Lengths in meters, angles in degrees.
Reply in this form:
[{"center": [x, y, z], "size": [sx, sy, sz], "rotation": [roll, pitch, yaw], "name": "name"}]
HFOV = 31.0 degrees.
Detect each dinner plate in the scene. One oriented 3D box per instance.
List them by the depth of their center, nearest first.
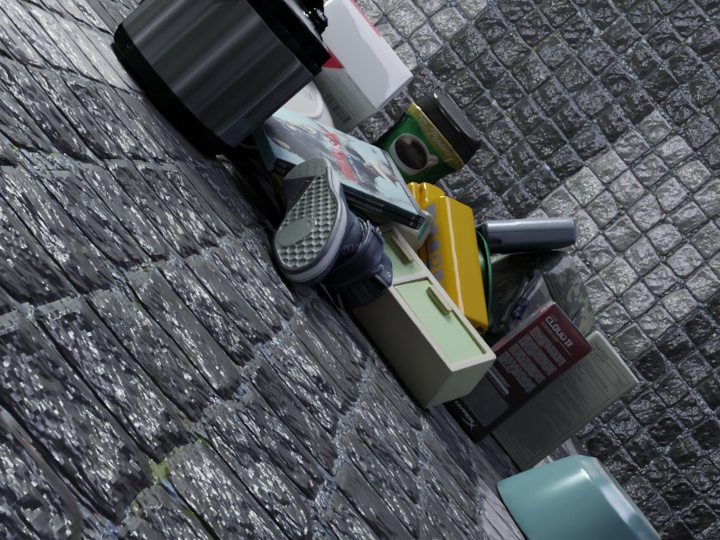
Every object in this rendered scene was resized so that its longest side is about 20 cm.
[{"center": [-0.101, -0.221, 1.521], "size": [0.200, 0.024, 0.200], "rotation": [36, 29, -23], "name": "dinner plate"}]

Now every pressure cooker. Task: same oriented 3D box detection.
[{"center": [-0.124, -0.238, 1.316], "size": [0.179, 0.200, 0.176], "rotation": [47, 7, -24], "name": "pressure cooker"}]

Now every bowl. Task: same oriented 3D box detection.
[{"center": [0.250, 0.280, 1.408], "size": [0.201, 0.105, 0.201], "rotation": [51, 5, -6], "name": "bowl"}]

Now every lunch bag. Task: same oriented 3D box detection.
[{"center": [0.200, 0.064, 1.799], "size": [0.200, 0.168, 0.140], "rotation": [-4, -68, 52], "name": "lunch bag"}]

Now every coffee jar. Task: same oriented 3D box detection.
[{"center": [0.051, -0.131, 1.633], "size": [0.104, 0.200, 0.085], "rotation": [51, 3, 4], "name": "coffee jar"}]

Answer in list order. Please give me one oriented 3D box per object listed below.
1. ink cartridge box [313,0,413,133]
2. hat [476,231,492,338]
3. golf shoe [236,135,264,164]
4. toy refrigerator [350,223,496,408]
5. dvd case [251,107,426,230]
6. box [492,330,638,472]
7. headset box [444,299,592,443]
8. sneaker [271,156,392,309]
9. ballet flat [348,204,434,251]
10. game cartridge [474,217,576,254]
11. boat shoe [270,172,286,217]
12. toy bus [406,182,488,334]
[{"center": [-0.046, -0.248, 1.665], "size": [0.148, 0.086, 0.200], "rotation": [50, -29, -9], "name": "ink cartridge box"}, {"center": [0.063, 0.020, 1.661], "size": [0.175, 0.201, 0.166], "rotation": [3, 34, -13], "name": "hat"}, {"center": [-0.123, -0.159, 1.542], "size": [0.200, 0.078, 0.095], "rotation": [37, 24, -42], "name": "golf shoe"}, {"center": [0.052, 0.044, 1.397], "size": [0.076, 0.070, 0.200], "rotation": [-11, 55, -43], "name": "toy refrigerator"}, {"center": [-0.032, -0.120, 1.421], "size": [0.199, 0.022, 0.146], "rotation": [22, 26, -32], "name": "dvd case"}, {"center": [0.274, 0.178, 1.776], "size": [0.095, 0.200, 0.078], "rotation": [53, 6, 8], "name": "box"}, {"center": [0.198, 0.113, 1.594], "size": [0.075, 0.200, 0.149], "rotation": [51, 6, 4], "name": "headset box"}, {"center": [-0.022, -0.007, 1.266], "size": [0.203, 0.077, 0.147], "rotation": [-87, 152, -60], "name": "sneaker"}, {"center": [0.010, -0.087, 1.524], "size": [0.200, 0.070, 0.069], "rotation": [37, -3, 35], "name": "ballet flat"}, {"center": [0.217, -0.045, 1.747], "size": [0.200, 0.133, 0.042], "rotation": [150, -67, -84], "name": "game cartridge"}, {"center": [-0.057, -0.086, 1.440], "size": [0.200, 0.069, 0.074], "rotation": [-115, -171, -54], "name": "boat shoe"}, {"center": [0.093, -0.014, 1.510], "size": [0.065, 0.078, 0.201], "rotation": [23, 50, -38], "name": "toy bus"}]
